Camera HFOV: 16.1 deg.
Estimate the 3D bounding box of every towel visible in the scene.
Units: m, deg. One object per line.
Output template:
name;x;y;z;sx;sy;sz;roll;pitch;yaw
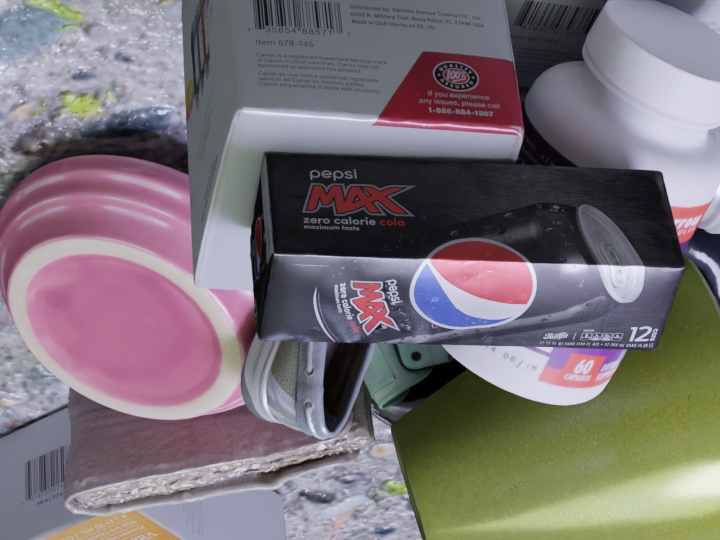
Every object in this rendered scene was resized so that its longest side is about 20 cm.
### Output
towel;-0.091;0.087;1.622;0.200;0.133;0.035;-10;132;5

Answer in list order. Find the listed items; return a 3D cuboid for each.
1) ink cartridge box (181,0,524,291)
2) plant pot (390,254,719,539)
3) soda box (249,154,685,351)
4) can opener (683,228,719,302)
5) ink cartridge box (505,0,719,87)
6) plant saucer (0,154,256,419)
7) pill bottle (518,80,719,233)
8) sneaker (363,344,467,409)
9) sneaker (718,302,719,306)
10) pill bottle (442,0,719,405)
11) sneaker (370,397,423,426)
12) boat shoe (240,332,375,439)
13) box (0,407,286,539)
ink cartridge box;-0.011;-0.107;1.309;0.145;0.200;0.145;3;143;-11
plant pot;0.126;0.109;1.520;0.200;0.187;0.187;-17;144;-2
soda box;0.049;-0.008;1.221;0.200;0.071;0.063;1;138;-9
can opener;0.186;-0.036;1.574;0.200;0.079;0.063;27;171;-34
ink cartridge box;0.144;-0.185;1.326;0.144;0.084;0.200;5;144;-16
plant saucer;-0.133;0.021;1.529;0.200;0.051;0.201;13;137;12
pill bottle;0.133;-0.075;1.441;0.200;0.111;0.111;9;142;-13
sneaker;-0.011;0.021;1.556;0.200;0.118;0.074;9;143;-19
sneaker;0.236;0.080;1.669;0.200;0.080;0.131;10;107;-13
pill bottle;0.121;-0.038;1.329;0.111;0.111;0.200;12;120;-25
sneaker;0.090;0.063;1.676;0.200;0.074;0.089;4;143;-32
boat shoe;-0.001;0.000;1.481;0.065;0.202;0.074;18;169;41
box;-0.155;0.181;1.771;0.124;0.098;0.200;-25;141;23
